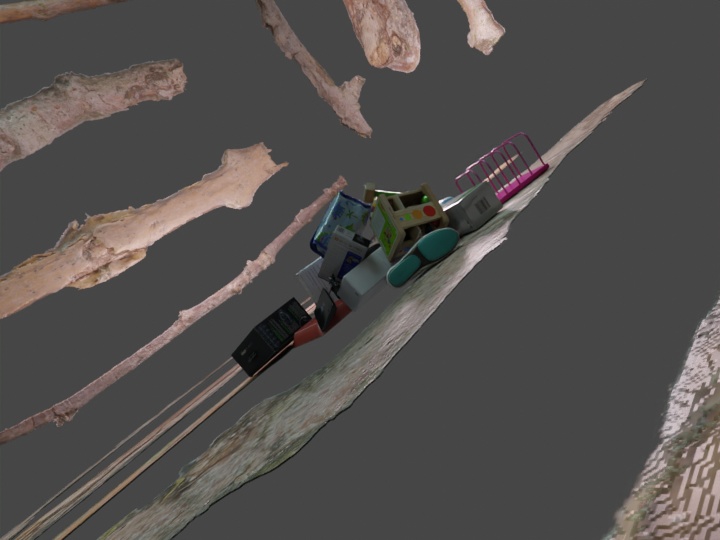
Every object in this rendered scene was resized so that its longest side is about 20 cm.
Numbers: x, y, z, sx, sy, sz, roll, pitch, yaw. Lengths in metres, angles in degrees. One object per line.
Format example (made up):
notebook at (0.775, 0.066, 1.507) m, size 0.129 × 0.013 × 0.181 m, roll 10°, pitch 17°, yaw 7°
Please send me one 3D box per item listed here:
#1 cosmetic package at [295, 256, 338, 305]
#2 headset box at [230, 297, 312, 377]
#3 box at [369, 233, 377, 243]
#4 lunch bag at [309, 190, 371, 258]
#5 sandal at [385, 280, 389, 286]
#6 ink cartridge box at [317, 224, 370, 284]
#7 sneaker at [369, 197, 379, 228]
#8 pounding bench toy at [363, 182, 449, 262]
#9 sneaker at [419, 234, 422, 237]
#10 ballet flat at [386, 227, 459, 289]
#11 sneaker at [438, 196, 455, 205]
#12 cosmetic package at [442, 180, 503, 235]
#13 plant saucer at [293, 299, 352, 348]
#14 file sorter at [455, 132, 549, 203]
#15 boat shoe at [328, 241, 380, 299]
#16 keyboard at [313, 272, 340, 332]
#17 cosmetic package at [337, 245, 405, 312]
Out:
cosmetic package at (-0.085, 0.022, 1.805) m, size 0.199 × 0.167 × 0.167 m, roll -35°, pitch 4°, yaw -10°
headset box at (-0.263, 0.198, 1.600) m, size 0.174 × 0.093 × 0.200 m, roll -46°, pitch -4°, yaw 40°
box at (0.100, -0.085, 1.694) m, size 0.135 × 0.041 × 0.200 m, roll 0°, pitch -17°, yaw -14°
lunch bag at (-0.057, -0.112, 1.551) m, size 0.172 × 0.126 × 0.200 m, roll -62°, pitch -2°, yaw -7°
sandal at (0.137, -0.029, 1.340) m, size 0.202 × 0.050 × 0.082 m, roll -36°, pitch 4°, yaw 16°
ink cartridge box at (-0.045, -0.028, 1.415) m, size 0.201 × 0.094 × 0.037 m, roll 116°, pitch 179°, yaw -51°
sneaker at (0.117, -0.142, 1.507) m, size 0.075 × 0.197 × 0.091 m, roll -130°, pitch 51°, yaw -67°
pounding bench toy at (0.112, -0.153, 1.385) m, size 0.154 × 0.202 × 0.125 m, roll -17°, pitch -26°, yaw -21°
sneaker at (0.191, -0.112, 1.565) m, size 0.197 × 0.101 × 0.075 m, roll -5°, pitch -37°, yaw -2°
ballet flat at (0.140, -0.027, 1.261) m, size 0.199 × 0.070 × 0.069 m, roll -38°, pitch 4°, yaw -6°
sneaker at (0.273, -0.181, 1.796) m, size 0.200 × 0.080 × 0.130 m, roll -47°, pitch 6°, yaw -20°
cosmetic package at (0.260, -0.144, 1.403) m, size 0.107 × 0.085 × 0.200 m, roll -38°, pitch 6°, yaw -20°
plant saucer at (-0.091, 0.131, 1.527) m, size 0.199 × 0.037 × 0.199 m, roll -38°, pitch 4°, yaw -34°
file sorter at (0.379, -0.264, 1.496) m, size 0.199 × 0.126 × 0.139 m, roll -36°, pitch 4°, yaw -13°
boat shoe at (0.000, 0.000, 1.508) m, size 0.200 × 0.061 × 0.075 m, roll -43°, pitch -28°, yaw 18°
keyboard at (-0.082, 0.077, 1.398) m, size 0.200 × 0.020 × 0.129 m, roll -138°, pitch 69°, yaw -75°
cosmetic package at (0.039, 0.007, 1.410) m, size 0.199 × 0.071 × 0.102 m, roll -39°, pitch -14°, yaw -29°
